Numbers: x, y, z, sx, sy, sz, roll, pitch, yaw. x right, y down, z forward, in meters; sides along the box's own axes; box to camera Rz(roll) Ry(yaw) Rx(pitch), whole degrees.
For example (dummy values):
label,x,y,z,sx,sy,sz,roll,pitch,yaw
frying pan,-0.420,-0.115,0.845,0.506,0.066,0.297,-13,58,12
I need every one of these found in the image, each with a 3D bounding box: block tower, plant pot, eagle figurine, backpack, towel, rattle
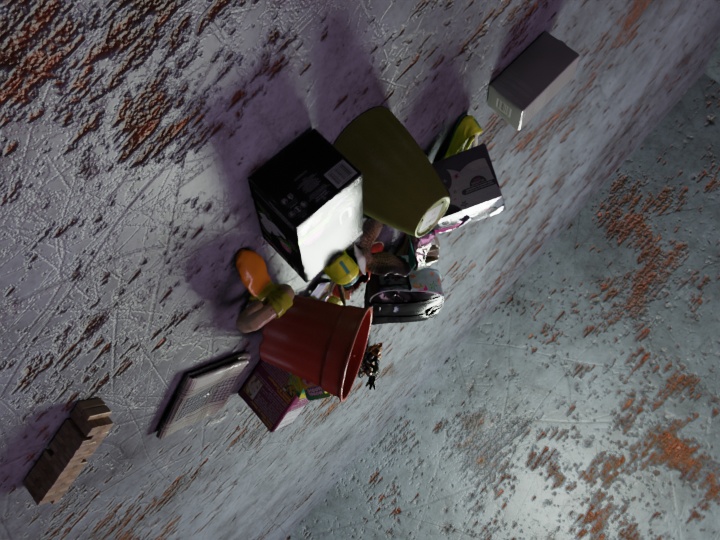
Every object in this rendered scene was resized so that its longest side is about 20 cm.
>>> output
label,x,y,z,sx,sy,sz,roll,pitch,yaw
block tower,-0.500,0.313,1.273,0.201,0.054,0.058,-54,159,14
plant pot,0.062,-0.160,1.355,0.187,0.200,0.188,-41,160,-18
plant pot,-0.095,0.143,1.543,0.201,0.192,0.204,17,90,-80
eagle figurine,0.018,-0.044,1.612,0.198,0.151,0.153,-26,143,-23
backpack,0.110,0.053,1.874,0.196,0.153,0.179,2,149,-3
towel,-0.327,0.267,1.587,0.199,0.034,0.194,-19,145,-56
rattle,-0.213,0.037,1.410,0.131,0.142,0.200,-52,-163,-3

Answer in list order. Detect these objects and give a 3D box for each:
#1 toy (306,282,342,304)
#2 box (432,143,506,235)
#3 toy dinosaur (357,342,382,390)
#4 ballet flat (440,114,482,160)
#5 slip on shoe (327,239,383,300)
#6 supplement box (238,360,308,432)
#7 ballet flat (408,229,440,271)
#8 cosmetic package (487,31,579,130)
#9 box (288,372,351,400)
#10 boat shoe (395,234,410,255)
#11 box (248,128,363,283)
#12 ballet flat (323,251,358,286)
label,x,y,z,sx,sy,sz,roll,pitch,yaw
toy,-0.077,0.084,1.755,0.116,0.047,0.199,-52,160,12
box,0.205,-0.169,1.637,0.197,0.134,0.115,-19,163,12
toy dinosaur,0.023,0.283,2.327,0.202,0.100,0.137,89,22,-44
ballet flat,0.224,-0.262,1.710,0.066,0.067,0.202,-30,154,-43
slip on shoe,0.000,0.000,1.720,0.200,0.061,0.075,-47,163,-40
supplement box,-0.174,0.257,1.753,0.201,0.131,0.103,-53,160,18
ballet flat,0.141,-0.047,1.645,0.070,0.070,0.200,-5,163,1
cosmetic package,0.392,-0.432,1.691,0.199,0.107,0.090,-41,160,-13
box,-0.105,0.201,1.645,0.115,0.202,0.049,-6,140,-28
boat shoe,0.150,-0.068,1.916,0.072,0.072,0.202,-21,148,-52
box,-0.085,-0.105,1.259,0.148,0.124,0.201,-40,160,-17
ballet flat,-0.062,-0.033,1.419,0.067,0.200,0.067,-41,120,-6
